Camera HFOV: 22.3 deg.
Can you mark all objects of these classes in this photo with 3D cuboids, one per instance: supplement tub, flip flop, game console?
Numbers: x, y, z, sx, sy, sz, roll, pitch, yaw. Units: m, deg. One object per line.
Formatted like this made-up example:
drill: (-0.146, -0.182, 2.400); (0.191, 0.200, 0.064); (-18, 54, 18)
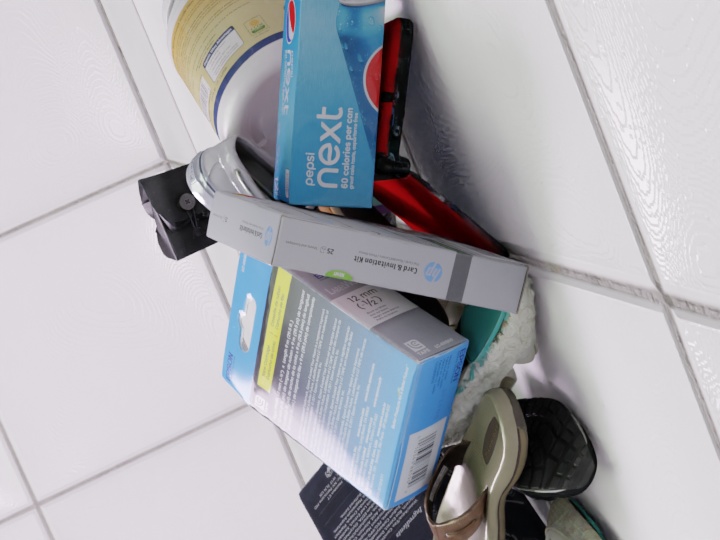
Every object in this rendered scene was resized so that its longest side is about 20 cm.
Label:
supplement tub: (-0.091, -0.193, 1.648); (0.201, 0.143, 0.145); (56, 167, 43)
flip flop: (0.081, 0.175, 1.424); (0.081, 0.057, 0.201); (-121, 33, -40)
game console: (0.052, -0.103, 1.474); (0.200, 0.117, 0.174); (-174, 91, -78)

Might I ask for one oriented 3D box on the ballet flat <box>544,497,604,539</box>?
ballet flat: (0.181, 0.243, 1.471); (0.200, 0.062, 0.068); (-135, 23, -65)

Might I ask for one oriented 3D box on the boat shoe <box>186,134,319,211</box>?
boat shoe: (-0.059, -0.042, 1.581); (0.199, 0.067, 0.074); (34, -134, -28)

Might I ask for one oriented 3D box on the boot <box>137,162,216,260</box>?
boot: (-0.148, -0.122, 1.955); (0.166, 0.198, 0.066); (65, 170, 1)

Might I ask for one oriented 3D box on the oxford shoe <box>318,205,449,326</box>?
oxford shoe: (0.000, 0.000, 1.511); (0.071, 0.071, 0.201); (19, -148, -40)

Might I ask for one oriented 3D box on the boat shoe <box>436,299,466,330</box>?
boat shoe: (0.062, 0.015, 1.559); (0.201, 0.072, 0.064); (-147, 46, -71)

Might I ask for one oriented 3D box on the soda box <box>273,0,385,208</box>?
soda box: (-0.023, -0.150, 1.378); (0.064, 0.067, 0.202); (-154, 67, -74)

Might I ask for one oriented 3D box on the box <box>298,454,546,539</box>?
box: (0.077, 0.250, 1.630); (0.196, 0.118, 0.200); (27, -161, -40)

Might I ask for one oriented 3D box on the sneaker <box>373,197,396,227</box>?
sneaker: (-0.019, -0.053, 1.714); (0.200, 0.077, 0.141); (-134, 36, -65)

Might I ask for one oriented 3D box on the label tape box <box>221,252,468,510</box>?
label tape box: (-0.018, 0.073, 1.448); (0.199, 0.066, 0.144); (35, 128, 33)

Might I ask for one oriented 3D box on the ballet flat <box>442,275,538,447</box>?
ballet flat: (0.100, 0.067, 1.431); (0.072, 0.071, 0.201); (60, 139, 29)

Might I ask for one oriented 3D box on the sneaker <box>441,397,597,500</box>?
sneaker: (0.148, 0.150, 1.476); (0.087, 0.076, 0.200); (35, 172, -24)

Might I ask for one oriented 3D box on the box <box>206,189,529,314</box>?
box: (0.003, -0.015, 1.354); (0.156, 0.198, 0.042); (22, 99, 66)
